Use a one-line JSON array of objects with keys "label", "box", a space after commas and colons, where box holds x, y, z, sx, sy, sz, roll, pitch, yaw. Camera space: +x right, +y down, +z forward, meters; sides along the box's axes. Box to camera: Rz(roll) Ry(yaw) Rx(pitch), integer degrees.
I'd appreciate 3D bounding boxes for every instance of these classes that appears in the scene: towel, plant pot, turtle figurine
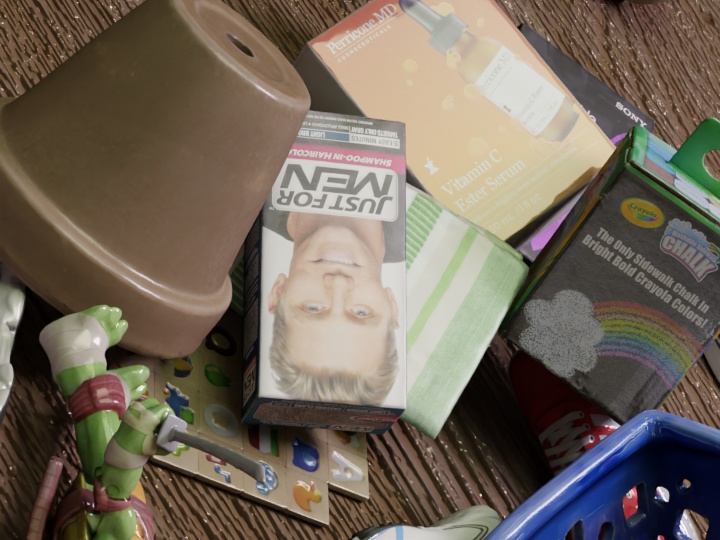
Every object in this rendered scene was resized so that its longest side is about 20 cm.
[{"label": "towel", "box": [0.000, 0.000, 1.534, 0.200, 0.023, 0.153, 33, 65, -1]}, {"label": "plant pot", "box": [-0.123, -0.073, 1.394, 0.200, 0.175, 0.200, 39, 16, -13]}, {"label": "turtle figurine", "box": [-0.104, 0.114, 1.287, 0.144, 0.200, 0.194, 26, 34, -46]}, {"label": "plant pot", "box": [0.206, 0.228, 1.425, 0.199, 0.181, 0.200, 19, 37, 35]}]

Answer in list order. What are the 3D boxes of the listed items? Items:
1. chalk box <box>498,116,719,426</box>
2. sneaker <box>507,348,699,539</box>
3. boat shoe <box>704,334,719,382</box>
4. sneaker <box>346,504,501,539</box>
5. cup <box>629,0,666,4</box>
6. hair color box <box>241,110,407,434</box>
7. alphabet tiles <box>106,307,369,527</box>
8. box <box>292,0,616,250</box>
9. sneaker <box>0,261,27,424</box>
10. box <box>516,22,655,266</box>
[{"label": "chalk box", "box": [0.204, -0.013, 1.571, 0.124, 0.200, 0.124, 36, 17, -1]}, {"label": "sneaker", "box": [0.153, 0.145, 1.594, 0.200, 0.071, 0.112, 55, 34, 8]}, {"label": "boat shoe", "box": [0.289, 0.009, 1.857, 0.072, 0.068, 0.201, -3, 58, -46]}, {"label": "sneaker", "box": [0.026, 0.195, 1.426, 0.199, 0.072, 0.073, -8, 70, -44]}, {"label": "cup", "box": [0.269, -0.328, 2.076, 0.144, 0.200, 0.200, 66, 33, -18]}, {"label": "hair color box", "box": [-0.023, 0.000, 1.482, 0.100, 0.061, 0.201, 5, 69, -13]}, {"label": "alphabet tiles", "box": [-0.078, 0.078, 1.484, 0.199, 0.006, 0.167, 24, 41, -27]}, {"label": "box", "box": [0.059, -0.101, 1.660, 0.152, 0.106, 0.200, -37, 84, -28]}, {"label": "sneaker", "box": [-0.243, 0.064, 1.296, 0.083, 0.081, 0.200, 16, 34, -14]}, {"label": "box", "box": [0.145, -0.081, 1.789, 0.143, 0.036, 0.200, 35, 52, -15]}]
